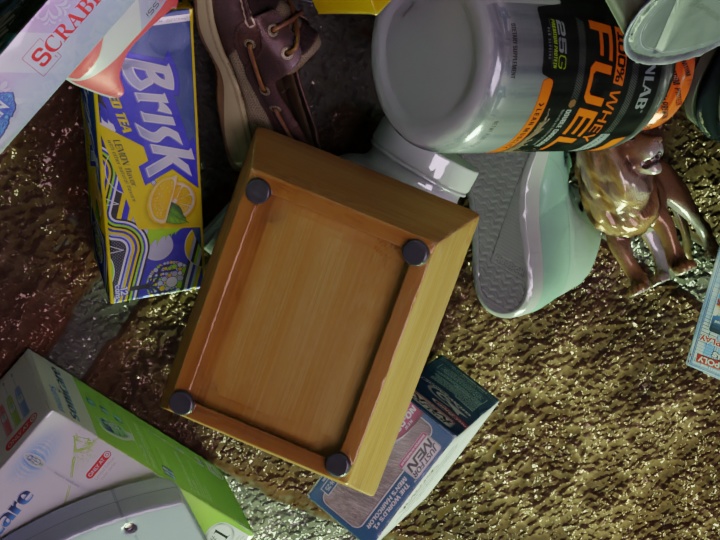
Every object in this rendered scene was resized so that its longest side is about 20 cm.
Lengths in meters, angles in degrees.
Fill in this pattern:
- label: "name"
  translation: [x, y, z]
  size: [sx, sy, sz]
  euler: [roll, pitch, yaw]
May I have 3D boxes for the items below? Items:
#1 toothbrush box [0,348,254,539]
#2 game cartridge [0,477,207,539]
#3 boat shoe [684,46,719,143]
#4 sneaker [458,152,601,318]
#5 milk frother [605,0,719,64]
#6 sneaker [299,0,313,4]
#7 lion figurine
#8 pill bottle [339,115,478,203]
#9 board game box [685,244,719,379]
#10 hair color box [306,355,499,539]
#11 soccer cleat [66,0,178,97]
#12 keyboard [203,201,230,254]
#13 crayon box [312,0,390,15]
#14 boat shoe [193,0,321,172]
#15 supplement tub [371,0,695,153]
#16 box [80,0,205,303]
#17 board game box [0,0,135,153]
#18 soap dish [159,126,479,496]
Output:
- label: "toothbrush box"
  translation: [-0.199, 0.174, 1.305]
  size: [0.146, 0.086, 0.200]
  euler: [-47, 125, 7]
- label: "game cartridge"
  translation: [-0.195, 0.225, 1.262]
  size: [0.198, 0.041, 0.134]
  euler: [-27, 130, -6]
- label: "boat shoe"
  translation: [0.298, -0.185, 1.345]
  size: [0.074, 0.062, 0.202]
  euler: [13, 111, -30]
- label: "sneaker"
  translation: [0.128, -0.075, 1.338]
  size: [0.118, 0.073, 0.203]
  euler: [-15, 109, -55]
- label: "milk frother"
  translation: [0.214, -0.249, 1.091]
  size: [0.199, 0.190, 0.180]
  euler: [-34, 158, 24]
- label: "sneaker"
  translation: [0.013, -0.224, 1.192]
  size: [0.198, 0.060, 0.105]
  euler: [1, 120, -22]
- label: "lion figurine"
  translation: [0.207, -0.052, 1.352]
  size: [0.072, 0.200, 0.124]
  euler: [-25, 85, 14]
- label: "pill bottle"
  translation: [0.000, 0.000, 1.274]
  size: [0.112, 0.112, 0.201]
  euler: [23, 102, -33]
- label: "board game box"
  translation: [0.313, -0.022, 1.398]
  size: [0.200, 0.061, 0.202]
  euler: [-37, 145, -60]
- label: "hair color box"
  translation: [0.035, 0.125, 1.325]
  size: [0.060, 0.200, 0.100]
  euler: [38, 100, 8]
- label: "soccer cleat"
  translation: [-0.124, -0.198, 1.096]
  size: [0.073, 0.068, 0.201]
  euler: [37, 80, -30]
- label: "keyboard"
  translation: [-0.035, 0.012, 1.337]
  size: [0.056, 0.011, 0.200]
  euler: [-49, 126, 1]
- label: "crayon box"
  translation: [0.016, -0.281, 1.102]
  size: [0.200, 0.058, 0.174]
  euler: [-48, 129, -31]
- label: "boat shoe"
  translation: [-0.059, -0.150, 1.178]
  size: [0.071, 0.072, 0.202]
  euler: [2, 127, 12]
- label: "supplement tub"
  translation: [0.115, -0.137, 1.182]
  size: [0.198, 0.122, 0.124]
  euler: [-5, 121, -39]
- label: "box"
  translation: [-0.142, -0.084, 1.194]
  size: [0.069, 0.064, 0.202]
  euler: [-9, 121, -15]
- label: "board game box"
  translation: [-0.191, -0.169, 1.042]
  size: [0.200, 0.200, 0.041]
  euler: [-47, 126, 6]
- label: "soap dish"
  translation: [-0.032, 0.030, 1.181]
  size: [0.156, 0.081, 0.202]
  euler: [22, 103, 6]
